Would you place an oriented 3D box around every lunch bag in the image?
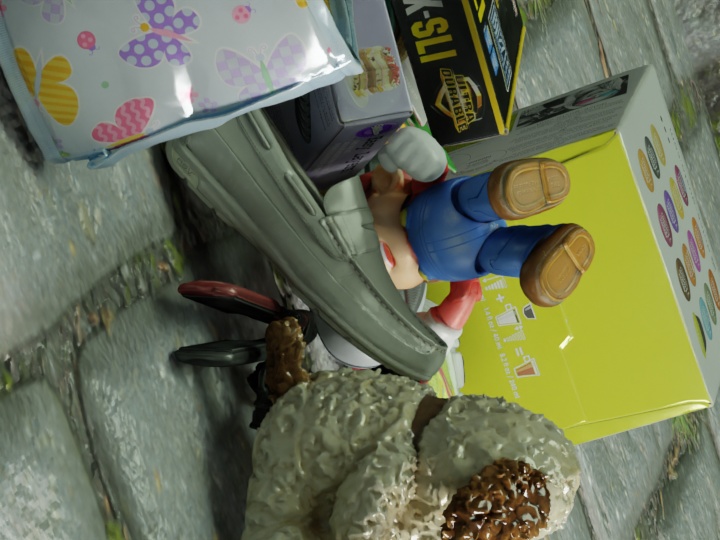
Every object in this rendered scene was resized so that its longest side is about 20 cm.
[{"bbox_3d":[-0.103,-0.164,1.435,0.127,0.169,0.201,2,69,-77],"label":"lunch bag"}]

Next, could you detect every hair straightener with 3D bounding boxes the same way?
[{"bbox_3d":[-0.060,0.053,1.630,0.200,0.041,0.078,26,67,-77],"label":"hair straightener"}]

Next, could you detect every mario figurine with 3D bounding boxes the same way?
[{"bbox_3d":[0.035,-0.010,1.659,0.105,0.199,0.124,12,80,-34],"label":"mario figurine"}]

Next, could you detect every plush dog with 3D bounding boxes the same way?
[{"bbox_3d":[0.033,0.106,1.563,0.200,0.171,0.162,-37,128,-74],"label":"plush dog"}]

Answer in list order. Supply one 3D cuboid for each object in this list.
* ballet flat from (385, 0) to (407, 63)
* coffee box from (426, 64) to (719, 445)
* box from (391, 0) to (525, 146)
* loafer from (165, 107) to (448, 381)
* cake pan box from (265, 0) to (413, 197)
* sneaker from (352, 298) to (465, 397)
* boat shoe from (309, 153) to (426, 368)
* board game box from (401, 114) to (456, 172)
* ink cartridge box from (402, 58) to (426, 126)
[{"bbox_3d":[-0.005,-0.212,1.766,0.071,0.070,0.201,26,50,-69],"label":"ballet flat"},{"bbox_3d":[0.128,0.001,2.009,0.198,0.199,0.201,-53,125,-70],"label":"coffee box"},{"bbox_3d":[0.047,-0.196,1.725,0.160,0.049,0.201,-72,148,-61],"label":"box"},{"bbox_3d":[-0.021,-0.022,1.617,0.200,0.070,0.070,45,4,-2],"label":"loafer"},{"bbox_3d":[-0.038,-0.152,1.702,0.184,0.052,0.201,135,-58,-66],"label":"cake pan box"},{"bbox_3d":[0.036,0.116,1.826,0.090,0.078,0.201,-3,71,-66],"label":"sneaker"},{"bbox_3d":[0.000,0.000,1.804,0.201,0.073,0.067,-85,-168,-49],"label":"boat shoe"},{"bbox_3d":[-0.012,-0.142,1.859,0.200,0.030,0.095,52,8,22],"label":"board game box"},{"bbox_3d":[0.010,-0.204,1.873,0.201,0.045,0.176,61,35,-13],"label":"ink cartridge box"}]
